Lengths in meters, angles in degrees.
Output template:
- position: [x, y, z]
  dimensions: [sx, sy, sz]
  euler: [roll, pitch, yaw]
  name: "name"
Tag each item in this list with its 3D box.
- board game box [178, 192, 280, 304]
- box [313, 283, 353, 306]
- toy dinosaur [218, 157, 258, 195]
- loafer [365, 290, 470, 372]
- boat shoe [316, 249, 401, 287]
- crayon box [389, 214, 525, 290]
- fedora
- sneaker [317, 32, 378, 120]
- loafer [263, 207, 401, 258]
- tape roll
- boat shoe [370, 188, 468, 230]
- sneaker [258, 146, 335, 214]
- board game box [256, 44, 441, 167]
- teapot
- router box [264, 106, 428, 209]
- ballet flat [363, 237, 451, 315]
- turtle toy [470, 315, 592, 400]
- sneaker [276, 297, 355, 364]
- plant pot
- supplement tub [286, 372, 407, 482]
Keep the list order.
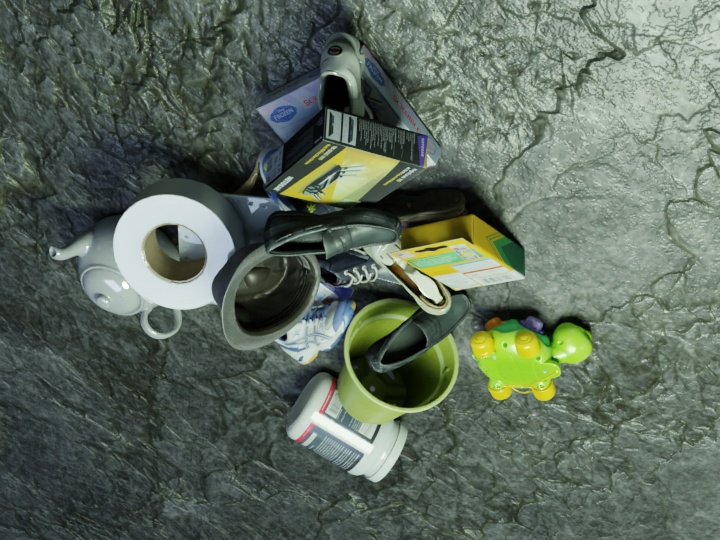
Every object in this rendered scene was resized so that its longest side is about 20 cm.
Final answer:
- position: [-0.196, -0.034, 1.724]
  dimensions: [0.199, 0.026, 0.201]
  euler: [5, 117, 4]
  name: "board game box"
- position: [-0.102, 0.046, 1.846]
  dimensions: [0.119, 0.042, 0.200]
  euler: [35, 139, -13]
  name: "box"
- position: [-0.208, -0.099, 1.731]
  dimensions: [0.101, 0.058, 0.200]
  euler: [44, 135, -20]
  name: "toy dinosaur"
- position: [0.100, 0.100, 1.704]
  dimensions: [0.068, 0.200, 0.070]
  euler: [59, 166, -8]
  name: "loafer"
- position: [0.000, 0.000, 1.710]
  dimensions: [0.199, 0.093, 0.075]
  euler: [20, 141, 5]
  name: "boat shoe"
- position: [0.148, -0.029, 1.582]
  dimensions: [0.125, 0.052, 0.200]
  euler: [-11, 158, 32]
  name: "crayon box"
- position: [-0.158, 0.022, 1.628]
  dimensions: [0.090, 0.200, 0.178]
  euler: [29, 138, 40]
  name: "fedora"
- position: [-0.025, -0.216, 1.443]
  dimensions: [0.074, 0.089, 0.201]
  euler: [2, 137, 19]
  name: "sneaker"
- position: [-0.040, -0.048, 1.527]
  dimensions: [0.199, 0.071, 0.068]
  euler: [-1, 143, 4]
  name: "loafer"
- position: [-0.288, -0.041, 1.677]
  dimensions: [0.201, 0.071, 0.203]
  euler: [2, 117, 5]
  name: "tape roll"
- position: [0.069, -0.077, 1.617]
  dimensions: [0.199, 0.072, 0.068]
  euler: [-2, 130, 23]
  name: "boat shoe"
- position: [-0.098, -0.115, 1.623]
  dimensions: [0.082, 0.074, 0.200]
  euler: [37, 160, 40]
  name: "sneaker"
- position: [-0.017, -0.207, 1.545]
  dimensions: [0.199, 0.041, 0.200]
  euler: [-18, 124, 37]
  name: "board game box"
- position: [-0.421, 0.012, 1.876]
  dimensions: [0.199, 0.146, 0.198]
  euler: [10, 137, 13]
  name: "teapot"
- position: [-0.023, -0.148, 1.460]
  dimensions: [0.156, 0.053, 0.200]
  euler: [12, 160, -24]
  name: "router box"
- position: [0.074, -0.011, 1.660]
  dimensions: [0.200, 0.067, 0.062]
  euler: [44, 178, -2]
  name: "ballet flat"
- position: [0.276, 0.131, 1.715]
  dimensions: [0.199, 0.101, 0.146]
  euler: [-3, 134, 26]
  name: "turtle toy"
- position: [-0.085, 0.095, 1.804]
  dimensions: [0.088, 0.075, 0.200]
  euler: [35, 137, -14]
  name: "sneaker"
- position: [0.045, 0.176, 1.822]
  dimensions: [0.200, 0.201, 0.184]
  euler: [27, 150, -3]
  name: "plant pot"
- position: [-0.027, 0.297, 1.993]
  dimensions: [0.199, 0.141, 0.140]
  euler: [32, 138, -9]
  name: "supplement tub"
